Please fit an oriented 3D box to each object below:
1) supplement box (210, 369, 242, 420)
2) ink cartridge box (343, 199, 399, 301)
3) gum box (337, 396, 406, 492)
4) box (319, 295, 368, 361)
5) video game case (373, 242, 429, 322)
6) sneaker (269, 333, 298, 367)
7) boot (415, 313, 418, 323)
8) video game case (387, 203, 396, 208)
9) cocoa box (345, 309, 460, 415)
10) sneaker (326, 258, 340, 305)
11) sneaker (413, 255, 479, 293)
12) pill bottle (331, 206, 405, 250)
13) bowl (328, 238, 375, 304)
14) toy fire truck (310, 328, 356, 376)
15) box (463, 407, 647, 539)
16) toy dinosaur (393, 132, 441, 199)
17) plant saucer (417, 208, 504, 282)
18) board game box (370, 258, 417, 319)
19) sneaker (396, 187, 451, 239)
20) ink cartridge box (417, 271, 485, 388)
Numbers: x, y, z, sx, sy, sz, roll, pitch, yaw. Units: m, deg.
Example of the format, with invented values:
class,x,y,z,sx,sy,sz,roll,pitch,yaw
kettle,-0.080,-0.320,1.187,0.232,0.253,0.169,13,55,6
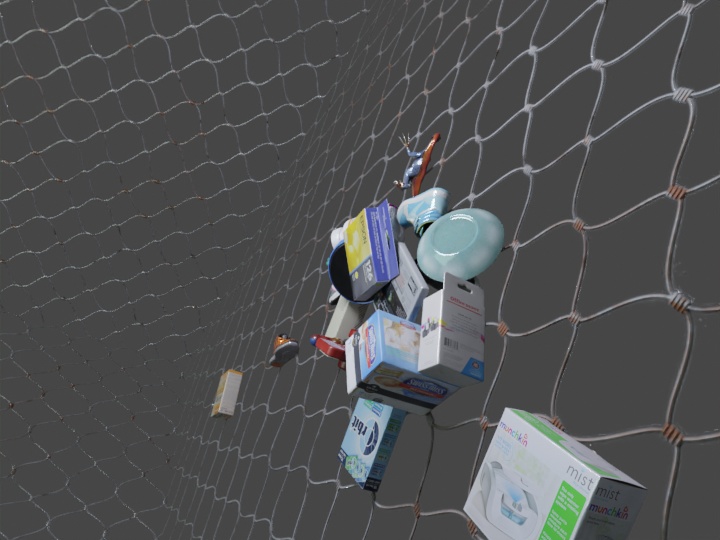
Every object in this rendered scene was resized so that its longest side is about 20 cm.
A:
class,x,y,z,sx,sy,sz,roll,pitch,yaw
supplement box,-0.616,0.573,2.464,0.126,0.073,0.201,-38,37,50
ink cartridge box,0.021,-0.047,1.340,0.200,0.047,0.199,135,131,-59
gum box,0.024,0.388,1.270,0.170,0.044,0.202,15,84,67
box,-0.047,0.165,1.597,0.082,0.068,0.201,18,86,67
video game case,0.089,0.060,1.242,0.200,0.023,0.183,-111,38,-55
sneaker,-0.288,0.276,2.010,0.200,0.077,0.113,-43,34,45
boot,0.084,0.150,1.315,0.090,0.072,0.202,-25,48,50
video game case,0.038,-0.089,1.677,0.200,0.036,0.183,-33,41,53
cocoa box,0.086,0.194,1.111,0.131,0.199,0.134,-48,31,37
sneaker,-0.068,0.018,1.681,0.121,0.083,0.200,65,146,22
sneaker,0.180,0.015,1.197,0.071,0.099,0.200,-65,24,1
pill bottle,0.019,-0.104,1.541,0.199,0.111,0.112,-15,51,29
bowl,0.000,0.000,1.495,0.201,0.200,0.039,-54,-10,28
toy fire truck,-0.045,0.211,1.422,0.113,0.167,0.200,-67,23,-1
box,0.262,0.322,0.749,0.178,0.096,0.200,-68,22,4
toy dinosaur,0.184,-0.305,1.554,0.181,0.105,0.201,-42,70,23
plant saucer,0.209,-0.068,1.159,0.200,0.039,0.202,-18,48,21
board game box,0.086,0.063,1.392,0.201,0.023,0.105,-55,-8,29
sneaker,0.152,-0.126,1.411,0.200,0.079,0.132,-30,42,57
ink cartridge box,0.185,0.118,1.071,0.068,0.114,0.201,-35,39,51
